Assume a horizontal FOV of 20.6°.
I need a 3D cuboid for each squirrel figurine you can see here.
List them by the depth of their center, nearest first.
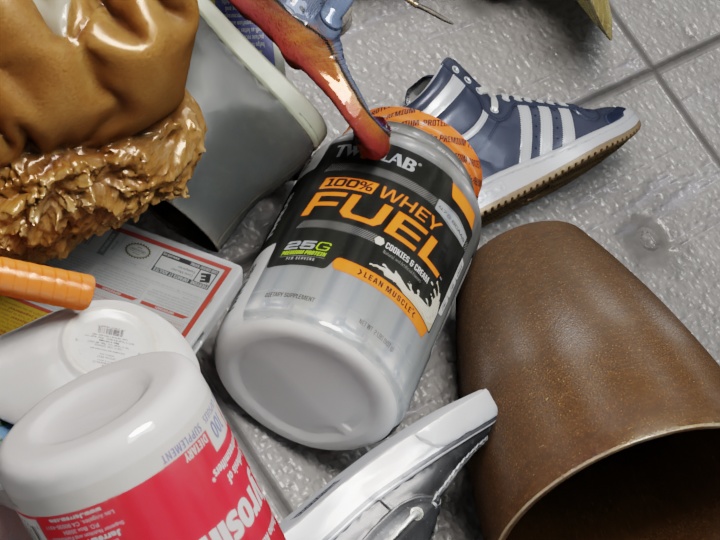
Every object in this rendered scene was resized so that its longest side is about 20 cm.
[{"bbox_3d":[-0.182,-0.078,1.038,0.187,0.141,0.200,-40,131,-28],"label":"squirrel figurine"}]

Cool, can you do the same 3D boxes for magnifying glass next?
[{"bbox_3d":[-0.234,-0.009,1.014,0.200,0.080,0.022,15,75,-22],"label":"magnifying glass"}]

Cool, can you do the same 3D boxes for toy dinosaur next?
[{"bbox_3d":[-0.047,-0.146,1.167,0.199,0.105,0.182,-10,77,-17],"label":"toy dinosaur"}]

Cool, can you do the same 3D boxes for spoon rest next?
[{"bbox_3d":[-0.184,0.046,1.067,0.199,0.061,0.100,15,48,-7],"label":"spoon rest"}]

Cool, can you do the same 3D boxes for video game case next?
[{"bbox_3d":[-0.173,0.045,1.109,0.143,0.017,0.200,20,49,15],"label":"video game case"}]

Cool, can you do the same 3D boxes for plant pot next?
[{"bbox_3d":[0.134,0.073,1.228,0.186,0.187,0.200,1,49,-30],"label":"plant pot"}]

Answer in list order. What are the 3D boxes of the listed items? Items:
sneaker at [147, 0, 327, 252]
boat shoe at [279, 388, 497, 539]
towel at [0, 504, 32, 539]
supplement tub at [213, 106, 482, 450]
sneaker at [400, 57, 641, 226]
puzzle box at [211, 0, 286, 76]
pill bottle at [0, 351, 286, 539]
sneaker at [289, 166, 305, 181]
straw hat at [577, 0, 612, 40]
[{"bbox_3d":[-0.124,-0.109,1.152,0.200,0.075,0.106,41,74,-4],"label":"sneaker"},{"bbox_3d":[0.011,0.143,1.119,0.200,0.072,0.068,-36,91,-28],"label":"boat shoe"},{"bbox_3d":[-0.159,0.198,1.057,0.200,0.032,0.191,41,49,-4],"label":"towel"},{"bbox_3d":[0.000,0.000,1.209,0.122,0.123,0.200,33,51,-10],"label":"supplement tub"},{"bbox_3d":[0.102,-0.102,1.365,0.200,0.070,0.109,-27,80,-35],"label":"sneaker"},{"bbox_3d":[-0.144,-0.121,1.202,0.199,0.025,0.133,-4,79,-14],"label":"puzzle box"},{"bbox_3d":[-0.092,0.151,0.999,0.112,0.112,0.200,-43,116,-40],"label":"pill bottle"},{"bbox_3d":[-0.117,-0.124,1.266,0.087,0.074,0.200,-37,89,-10],"label":"sneaker"},{"bbox_3d":[0.117,-0.243,1.439,0.201,0.085,0.202,-16,90,-76],"label":"straw hat"}]
